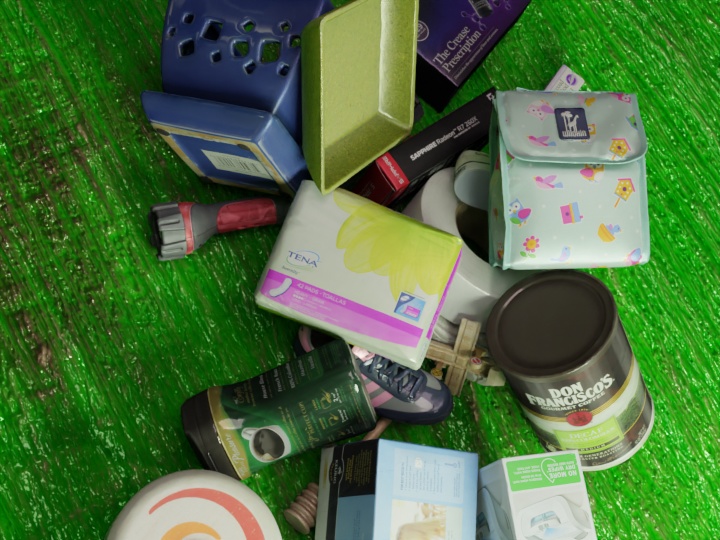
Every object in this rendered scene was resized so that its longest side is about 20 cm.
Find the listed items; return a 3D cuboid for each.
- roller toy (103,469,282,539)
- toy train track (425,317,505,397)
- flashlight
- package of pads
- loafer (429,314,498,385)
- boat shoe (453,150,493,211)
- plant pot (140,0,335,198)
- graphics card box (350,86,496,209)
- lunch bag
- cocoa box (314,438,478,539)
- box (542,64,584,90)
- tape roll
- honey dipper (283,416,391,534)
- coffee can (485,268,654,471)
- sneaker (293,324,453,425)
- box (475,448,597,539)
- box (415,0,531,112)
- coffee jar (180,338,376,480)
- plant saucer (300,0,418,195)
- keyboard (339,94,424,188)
[{"bbox_3d":[-0.176,0.301,1.187,0.199,0.140,0.183,3,70,-15],"label":"roller toy"},{"bbox_3d":[0.074,0.098,1.364,0.199,0.115,0.033,18,37,9],"label":"toy train track"},{"bbox_3d":[-0.146,-0.060,1.367,0.199,0.068,0.068,-10,73,-19],"label":"flashlight"},{"bbox_3d":[0.000,0.000,1.280,0.199,0.068,0.155,21,79,7],"label":"package of pads"},{"bbox_3d":[0.092,0.065,1.401,0.200,0.070,0.070,33,39,-3],"label":"loafer"},{"bbox_3d":[0.203,-0.094,1.409,0.201,0.075,0.086,20,37,-11],"label":"boat shoe"},{"bbox_3d":[-0.121,-0.199,1.329,0.199,0.200,0.180,13,71,23],"label":"plant pot"},{"bbox_3d":[0.085,-0.140,1.435,0.200,0.125,0.051,-32,84,-24],"label":"graphics card box"},{"bbox_3d":[0.228,-0.103,1.295,0.169,0.122,0.201,0,92,-2],"label":"lunch bag"},{"bbox_3d":[0.035,0.289,1.239,0.133,0.131,0.201,13,71,-28],"label":"cocoa box"},{"bbox_3d":[0.230,-0.190,1.544,0.039,0.041,0.200,38,64,-2],"label":"box"},{"bbox_3d":[0.141,-0.027,1.406,0.202,0.071,0.203,18,48,-21],"label":"tape roll"},{"bbox_3d":[-0.010,0.215,1.326,0.038,0.038,0.200,44,63,2],"label":"honey dipper"},{"bbox_3d":[0.243,0.115,1.326,0.146,0.200,0.147,-16,46,17],"label":"coffee can"},{"bbox_3d":[0.015,0.113,1.324,0.199,0.082,0.070,21,60,7],"label":"sneaker"},{"bbox_3d":[0.175,0.302,1.262,0.096,0.200,0.177,-4,73,-17],"label":"box"},{"bbox_3d":[0.117,-0.332,1.543,0.141,0.079,0.200,38,65,2],"label":"box"},{"bbox_3d":[-0.089,0.155,1.258,0.199,0.105,0.085,-20,37,-2],"label":"coffee jar"},{"bbox_3d":[-0.007,-0.213,1.276,0.048,0.201,0.200,19,36,26],"label":"plant saucer"},{"bbox_3d":[-0.017,-0.193,1.481,0.127,0.021,0.200,44,64,2],"label":"keyboard"}]
